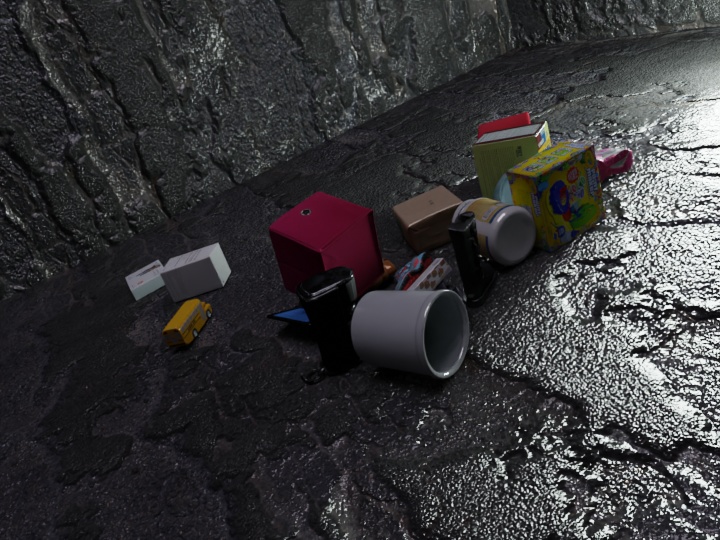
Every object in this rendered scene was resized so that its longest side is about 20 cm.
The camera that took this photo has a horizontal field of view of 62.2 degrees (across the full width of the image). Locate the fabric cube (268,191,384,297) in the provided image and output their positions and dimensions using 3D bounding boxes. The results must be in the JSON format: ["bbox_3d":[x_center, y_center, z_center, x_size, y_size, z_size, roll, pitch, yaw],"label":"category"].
[{"bbox_3d":[-0.083,-0.049,1.506,0.196,0.204,0.195,23,49,39],"label":"fabric cube"}]

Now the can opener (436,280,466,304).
[{"bbox_3d":[0.213,0.071,1.394,0.079,0.063,0.200,-46,11,10],"label":"can opener"}]

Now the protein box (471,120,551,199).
[{"bbox_3d":[0.464,-0.314,1.789,0.195,0.204,0.135,-2,27,35],"label":"protein box"}]

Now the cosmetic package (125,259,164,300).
[{"bbox_3d":[-0.834,0.035,2.342,0.149,0.053,0.199,-33,26,-17],"label":"cosmetic package"}]

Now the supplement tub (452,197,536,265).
[{"bbox_3d":[0.338,-0.106,1.538,0.142,0.148,0.199,-28,25,-16],"label":"supplement tub"}]

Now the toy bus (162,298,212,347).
[{"bbox_3d":[-0.518,0.153,1.799,0.063,0.080,0.201,-13,26,17],"label":"toy bus"}]

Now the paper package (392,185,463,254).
[{"bbox_3d":[0.211,-0.154,1.795,0.186,0.106,0.201,-22,25,-2],"label":"paper package"}]

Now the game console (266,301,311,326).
[{"bbox_3d":[-0.127,0.073,1.581,0.196,0.116,0.181,5,70,44],"label":"game console"}]

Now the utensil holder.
[{"bbox_3d":[0.101,0.126,1.240,0.196,0.174,0.170,-1,30,43],"label":"utensil holder"}]

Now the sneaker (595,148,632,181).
[{"bbox_3d":[0.688,-0.303,1.744,0.194,0.084,0.088,-17,22,-10],"label":"sneaker"}]

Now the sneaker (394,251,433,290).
[{"bbox_3d":[0.126,0.033,1.543,0.094,0.081,0.200,-24,14,36],"label":"sneaker"}]

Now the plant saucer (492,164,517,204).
[{"bbox_3d":[0.455,-0.215,1.649,0.195,0.036,0.206,-12,67,29],"label":"plant saucer"}]

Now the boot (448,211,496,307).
[{"bbox_3d":[0.264,-0.044,1.404,0.064,0.205,0.166,-8,27,25],"label":"boot"}]

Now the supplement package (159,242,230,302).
[{"bbox_3d":[-0.575,0.007,2.093,0.194,0.124,0.121,-16,24,10],"label":"supplement package"}]

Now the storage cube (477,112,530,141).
[{"bbox_3d":[0.485,-0.391,1.969,0.194,0.175,0.181,-11,27,19],"label":"storage cube"}]

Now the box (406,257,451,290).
[{"bbox_3d":[0.140,0.052,1.442,0.200,0.039,0.041,-46,12,-15],"label":"box"}]

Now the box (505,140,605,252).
[{"bbox_3d":[0.496,-0.191,1.513,0.189,0.204,0.122,-28,25,-15],"label":"box"}]

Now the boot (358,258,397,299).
[{"bbox_3d":[0.000,0.000,1.682,0.153,0.078,0.199,-31,28,-16],"label":"boot"}]

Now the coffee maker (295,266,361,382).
[{"bbox_3d":[-0.070,0.121,1.344,0.133,0.205,0.191,6,35,47],"label":"coffee maker"}]
